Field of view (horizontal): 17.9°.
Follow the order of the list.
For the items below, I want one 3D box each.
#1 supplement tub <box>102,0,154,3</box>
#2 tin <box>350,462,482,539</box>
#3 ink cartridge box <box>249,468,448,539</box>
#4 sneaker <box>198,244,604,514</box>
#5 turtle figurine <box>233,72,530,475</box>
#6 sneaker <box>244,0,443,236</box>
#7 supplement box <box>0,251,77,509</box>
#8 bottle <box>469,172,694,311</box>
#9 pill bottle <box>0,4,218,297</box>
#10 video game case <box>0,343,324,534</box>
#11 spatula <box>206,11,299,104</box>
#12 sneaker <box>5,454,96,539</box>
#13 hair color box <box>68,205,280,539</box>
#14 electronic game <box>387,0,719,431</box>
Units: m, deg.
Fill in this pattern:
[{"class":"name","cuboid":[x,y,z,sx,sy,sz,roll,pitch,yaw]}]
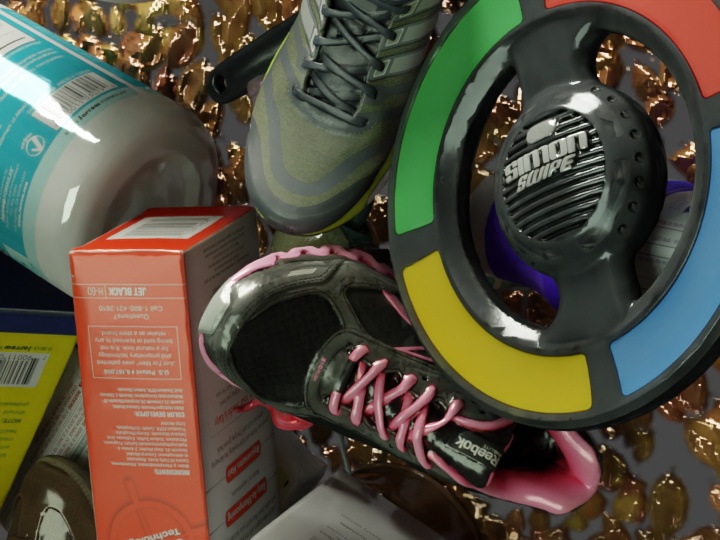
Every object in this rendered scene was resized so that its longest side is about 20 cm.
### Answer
[{"class":"supplement tub","cuboid":[-0.097,-0.239,1.051,0.132,0.132,0.200,48,126,20]},{"class":"tin","cuboid":[0.024,0.196,1.124,0.112,0.042,0.201,-18,89,45]},{"class":"ink cartridge box","cuboid":[0.027,0.191,0.990,0.200,0.176,0.084,33,108,11]},{"class":"sneaker","cuboid":[0.025,0.054,0.978,0.079,0.200,0.095,-61,30,14]},{"class":"turtle figurine","cuboid":[0.000,0.000,1.058,0.149,0.101,0.201,-11,86,36]},{"class":"sneaker","cuboid":[0.000,-0.111,0.980,0.074,0.081,0.201,21,88,10]},{"class":"supplement box","cuboid":[-0.245,0.063,1.241,0.109,0.109,0.200,56,130,41]},{"class":"bottle","cuboid":[0.135,-0.004,0.950,0.200,0.083,0.066,13,103,37]},{"class":"pill bottle","cuboid":[-0.177,-0.070,1.173,0.200,0.111,0.111,31,119,31]},{"class":"video game case","cuboid":[-0.124,0.108,1.234,0.182,0.022,0.200,48,126,20]},{"class":"spatula","cuboid":[-0.007,-0.128,1.077,0.200,0.021,0.057,-32,81,40]},{"class":"sneaker","cuboid":[-0.174,0.202,1.234,0.070,0.075,0.201,13,110,37]},{"class":"hair color box","cuboid":[-0.084,0.077,1.085,0.061,0.101,0.201,-1,103,18]},{"class":"electronic game","cuboid":[0.086,-0.036,0.913,0.200,0.042,0.201,-9,77,44]}]
